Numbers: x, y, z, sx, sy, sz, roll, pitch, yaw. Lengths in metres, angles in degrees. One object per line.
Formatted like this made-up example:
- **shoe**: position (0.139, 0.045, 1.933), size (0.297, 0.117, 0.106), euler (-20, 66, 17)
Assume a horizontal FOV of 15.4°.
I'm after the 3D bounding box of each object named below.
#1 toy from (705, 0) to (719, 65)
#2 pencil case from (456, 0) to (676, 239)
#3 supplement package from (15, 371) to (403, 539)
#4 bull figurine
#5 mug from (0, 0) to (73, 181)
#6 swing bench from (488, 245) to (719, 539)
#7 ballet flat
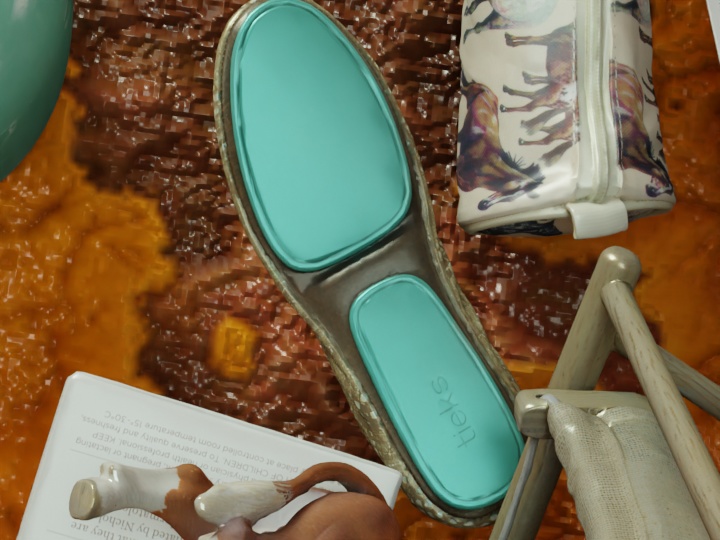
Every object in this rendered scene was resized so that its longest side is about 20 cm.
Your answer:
- **toy**: position (0.169, -0.034, 0.860), size (0.114, 0.047, 0.201), euler (-4, 66, -16)
- **pencil case**: position (0.072, -0.106, 0.956), size (0.077, 0.089, 0.201), euler (0, 83, -7)
- **supplement package**: position (-0.073, 0.150, 0.891), size (0.117, 0.117, 0.201), euler (17, 80, -4)
- **bull figurine**: position (-0.038, 0.151, 0.794), size (0.121, 0.065, 0.201), euler (21, 69, -38)
- **mug**: position (-0.181, -0.111, 0.916), size (0.151, 0.114, 0.186), euler (-27, 86, -9)
- **swing bench**: position (0.083, 0.136, 0.826), size (0.129, 0.199, 0.200), euler (33, 106, -18)
- **ballet flat**: position (0.000, 0.000, 0.945), size (0.070, 0.065, 0.201), euler (-21, 85, -8)
